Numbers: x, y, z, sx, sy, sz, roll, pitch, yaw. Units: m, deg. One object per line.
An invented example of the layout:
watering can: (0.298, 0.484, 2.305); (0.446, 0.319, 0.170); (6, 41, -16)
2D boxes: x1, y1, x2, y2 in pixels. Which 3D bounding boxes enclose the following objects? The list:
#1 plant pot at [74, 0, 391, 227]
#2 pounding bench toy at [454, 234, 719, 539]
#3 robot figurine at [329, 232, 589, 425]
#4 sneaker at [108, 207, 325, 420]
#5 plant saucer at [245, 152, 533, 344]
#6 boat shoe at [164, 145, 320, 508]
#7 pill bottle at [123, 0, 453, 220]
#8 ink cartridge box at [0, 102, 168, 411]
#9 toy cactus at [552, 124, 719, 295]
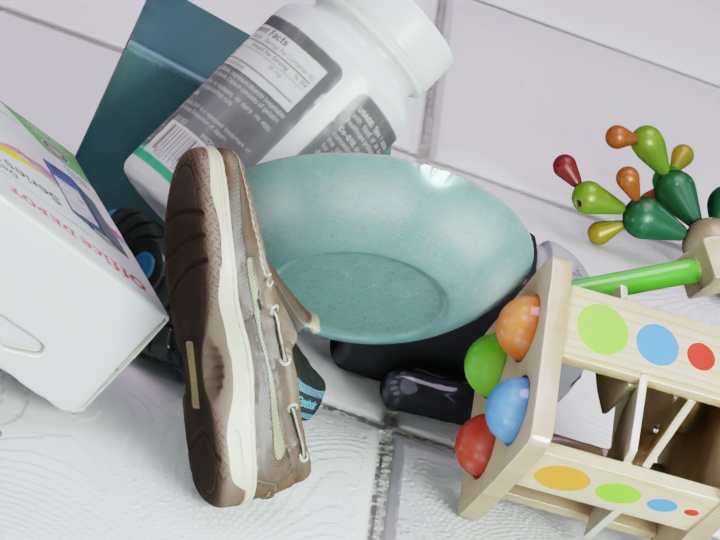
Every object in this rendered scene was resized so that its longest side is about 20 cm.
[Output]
plant pot: (-0.088, -0.075, 1.691); (0.200, 0.141, 0.141); (25, 22, -7)
pounding bench toy: (0.147, 0.053, 1.489); (0.156, 0.124, 0.200); (16, 59, -11)
robot figurine: (0.054, 0.023, 1.602); (0.200, 0.150, 0.125); (17, -5, -8)
sneaker: (-0.102, 0.034, 1.532); (0.200, 0.073, 0.082); (43, 12, 37)
plant saucer: (0.000, 0.000, 1.439); (0.201, 0.201, 0.039); (15, 59, -14)
boat shoe: (-0.062, 0.028, 1.389); (0.075, 0.203, 0.075); (-8, 11, -25)
pill bottle: (-0.043, -0.095, 1.556); (0.113, 0.200, 0.113); (45, -7, 6)
ink cartridge box: (-0.215, -0.028, 1.444); (0.145, 0.088, 0.200); (38, 11, -37)
toy cactus: (0.257, -0.042, 1.992); (0.200, 0.102, 0.165); (2, 48, -43)
